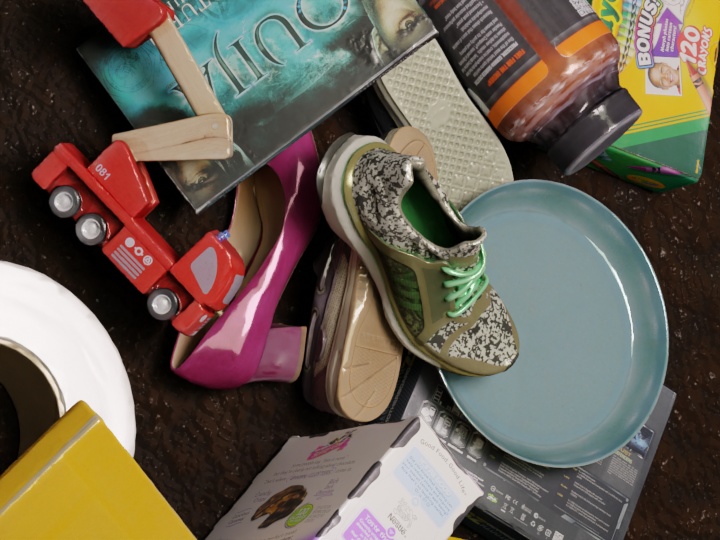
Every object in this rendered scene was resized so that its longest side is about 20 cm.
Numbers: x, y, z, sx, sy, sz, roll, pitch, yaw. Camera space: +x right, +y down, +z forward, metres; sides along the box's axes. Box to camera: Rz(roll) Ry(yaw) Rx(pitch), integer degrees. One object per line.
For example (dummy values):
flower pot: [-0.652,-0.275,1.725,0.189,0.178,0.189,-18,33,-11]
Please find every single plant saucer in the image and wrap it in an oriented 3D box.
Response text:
plant saucer: [0.125,0.038,1.722,0.199,0.027,0.202,8,74,-28]

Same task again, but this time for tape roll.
tape roll: [-0.241,0.097,1.525,0.201,0.071,0.204,6,79,-30]

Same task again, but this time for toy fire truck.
toy fire truck: [-0.131,-0.074,1.590,0.141,0.049,0.200,-44,89,5]

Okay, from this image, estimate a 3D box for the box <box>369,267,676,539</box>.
box: [0.112,0.108,1.745,0.199,0.051,0.158,32,66,-21]

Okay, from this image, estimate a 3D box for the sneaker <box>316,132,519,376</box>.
sneaker: [0.052,-0.004,1.612,0.077,0.088,0.200,-52,120,-24]

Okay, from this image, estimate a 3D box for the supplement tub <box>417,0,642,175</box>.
supplement tub: [0.108,-0.164,1.733,0.107,0.107,0.200,-33,82,-31]

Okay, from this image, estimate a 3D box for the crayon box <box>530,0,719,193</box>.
crayon box: [0.202,-0.171,1.845,0.118,0.058,0.201,18,73,-27]

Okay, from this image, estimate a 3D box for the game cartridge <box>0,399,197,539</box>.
game cartridge: [-0.196,0.195,1.481,0.200,0.032,0.177,-42,138,-11]

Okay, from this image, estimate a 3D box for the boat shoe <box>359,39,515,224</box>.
boat shoe: [0.050,-0.091,1.739,0.074,0.062,0.201,-34,114,-15]

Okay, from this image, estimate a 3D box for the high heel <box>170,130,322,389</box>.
high heel: [-0.079,-0.023,1.642,0.096,0.067,0.202,4,82,-41]

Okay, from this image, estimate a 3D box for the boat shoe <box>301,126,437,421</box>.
boat shoe: [0.000,0.000,1.674,0.072,0.065,0.202,18,80,-47]

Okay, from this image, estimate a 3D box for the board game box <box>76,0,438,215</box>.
board game box: [-0.067,-0.149,1.631,0.200,0.028,0.136,-37,88,-1]

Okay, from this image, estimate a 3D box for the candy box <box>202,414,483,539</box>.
candy box: [-0.042,0.190,1.569,0.072,0.167,0.200,50,61,-15]

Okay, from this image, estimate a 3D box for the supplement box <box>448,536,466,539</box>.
supplement box: [0.109,0.260,1.659,0.199,0.110,0.109,14,109,-28]
